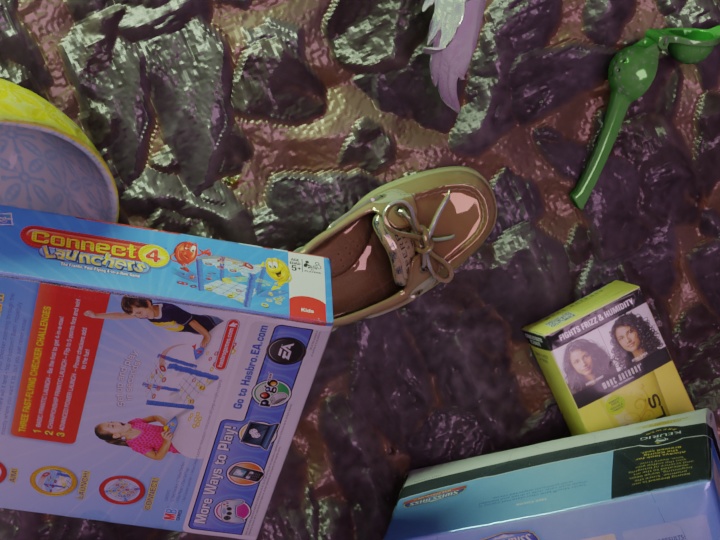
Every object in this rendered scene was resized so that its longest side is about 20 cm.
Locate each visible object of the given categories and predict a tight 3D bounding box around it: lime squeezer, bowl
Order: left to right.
[{"bbox_3d":[-0.248,-0.048,1.065,0.200,0.200,0.108,-26,57,-8],"label":"bowl"},{"bbox_3d":[0.203,-0.125,1.193,0.200,0.038,0.071,-36,101,-6],"label":"lime squeezer"}]

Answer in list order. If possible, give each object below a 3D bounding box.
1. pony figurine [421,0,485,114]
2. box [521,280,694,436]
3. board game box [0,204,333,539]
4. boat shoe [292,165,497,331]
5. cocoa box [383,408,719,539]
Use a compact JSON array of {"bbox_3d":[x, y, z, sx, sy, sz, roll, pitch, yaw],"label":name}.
[{"bbox_3d":[0.042,-0.213,1.109,0.200,0.167,0.193,22,83,3],"label":"pony figurine"},{"bbox_3d":[0.180,0.111,1.205,0.075,0.050,0.200,-25,100,-8],"label":"box"},{"bbox_3d":[-0.134,0.064,1.080,0.195,0.056,0.200,10,133,-12],"label":"board game box"},{"bbox_3d":[0.000,0.000,1.152,0.200,0.063,0.073,-30,100,-7],"label":"boat shoe"},{"bbox_3d":[0.129,0.181,1.126,0.200,0.131,0.134,-13,102,12],"label":"cocoa box"}]
